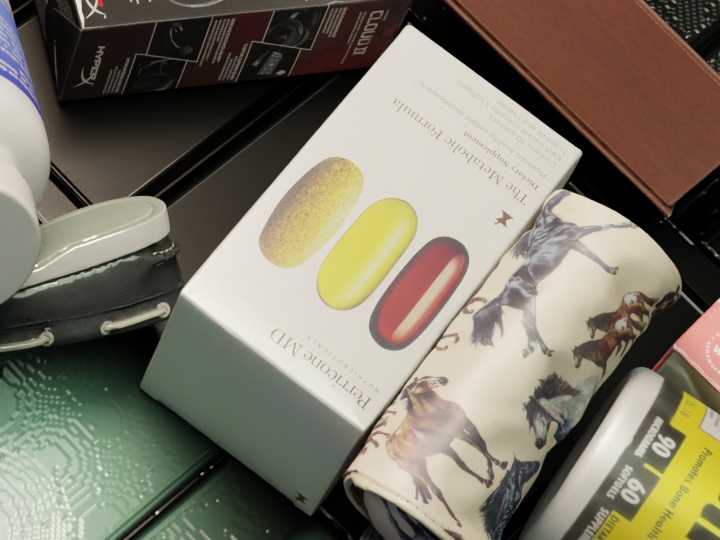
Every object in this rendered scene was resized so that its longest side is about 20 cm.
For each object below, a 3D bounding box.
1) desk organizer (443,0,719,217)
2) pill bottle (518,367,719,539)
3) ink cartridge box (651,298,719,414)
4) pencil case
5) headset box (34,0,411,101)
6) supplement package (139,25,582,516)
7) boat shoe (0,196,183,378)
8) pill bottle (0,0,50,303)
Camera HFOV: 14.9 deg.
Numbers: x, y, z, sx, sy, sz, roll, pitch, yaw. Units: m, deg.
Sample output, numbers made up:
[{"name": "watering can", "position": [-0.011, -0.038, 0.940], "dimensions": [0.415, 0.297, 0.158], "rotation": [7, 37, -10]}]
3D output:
[{"name": "desk organizer", "position": [0.122, -0.133, 1.433], "dimensions": [0.200, 0.077, 0.072], "rotation": [43, 31, -8]}, {"name": "pill bottle", "position": [0.186, 0.146, 1.326], "dimensions": [0.200, 0.114, 0.114], "rotation": [33, 59, 2]}, {"name": "ink cartridge box", "position": [0.252, 0.033, 1.430], "dimensions": [0.116, 0.068, 0.200], "rotation": [44, 60, 8]}, {"name": "pencil case", "position": [0.074, 0.054, 1.287], "dimensions": [0.078, 0.090, 0.200], "rotation": [15, 59, 43]}, {"name": "headset box", "position": [-0.073, -0.179, 1.440], "dimensions": [0.200, 0.077, 0.149], "rotation": [-8, 66, -21]}, {"name": "supplement package", "position": [0.000, 0.000, 1.349], "dimensions": [0.114, 0.110, 0.200], "rotation": [36, 59, 4]}, {"name": "boat shoe", "position": [-0.179, 0.024, 1.309], "dimensions": [0.200, 0.076, 0.060], "rotation": [-17, 109, -8]}, {"name": "pill bottle", "position": [-0.207, -0.071, 1.286], "dimensions": [0.112, 0.112, 0.200], "rotation": [-2, 40, -17]}]
